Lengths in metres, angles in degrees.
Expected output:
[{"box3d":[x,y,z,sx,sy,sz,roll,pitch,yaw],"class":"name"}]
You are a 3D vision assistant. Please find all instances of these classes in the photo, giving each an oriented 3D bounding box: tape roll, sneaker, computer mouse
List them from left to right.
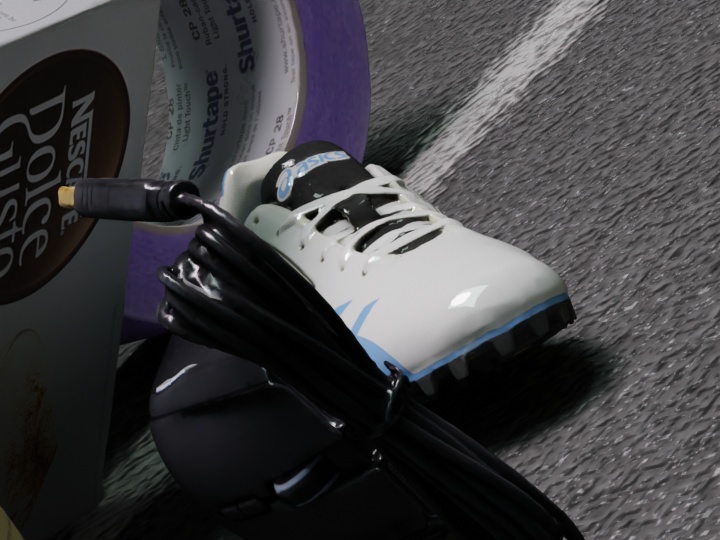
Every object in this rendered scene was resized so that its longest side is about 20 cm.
[{"box3d":[-0.097,-0.073,1.057,0.085,0.200,0.200,-13,26,49],"class":"tape roll"},{"box3d":[-0.036,0.031,0.758,0.046,0.140,0.200,-50,19,-10],"class":"computer mouse"},{"box3d":[0.000,0.000,0.875,0.072,0.073,0.200,-25,13,-18],"class":"sneaker"}]

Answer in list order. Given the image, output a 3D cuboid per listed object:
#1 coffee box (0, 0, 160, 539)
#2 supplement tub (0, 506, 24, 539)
[{"box3d":[-0.201,-0.014,0.884,0.200,0.201,0.197,30,38,27],"class":"coffee box"},{"box3d":[-0.150,0.086,0.690,0.144,0.200,0.144,-30,16,9],"class":"supplement tub"}]
